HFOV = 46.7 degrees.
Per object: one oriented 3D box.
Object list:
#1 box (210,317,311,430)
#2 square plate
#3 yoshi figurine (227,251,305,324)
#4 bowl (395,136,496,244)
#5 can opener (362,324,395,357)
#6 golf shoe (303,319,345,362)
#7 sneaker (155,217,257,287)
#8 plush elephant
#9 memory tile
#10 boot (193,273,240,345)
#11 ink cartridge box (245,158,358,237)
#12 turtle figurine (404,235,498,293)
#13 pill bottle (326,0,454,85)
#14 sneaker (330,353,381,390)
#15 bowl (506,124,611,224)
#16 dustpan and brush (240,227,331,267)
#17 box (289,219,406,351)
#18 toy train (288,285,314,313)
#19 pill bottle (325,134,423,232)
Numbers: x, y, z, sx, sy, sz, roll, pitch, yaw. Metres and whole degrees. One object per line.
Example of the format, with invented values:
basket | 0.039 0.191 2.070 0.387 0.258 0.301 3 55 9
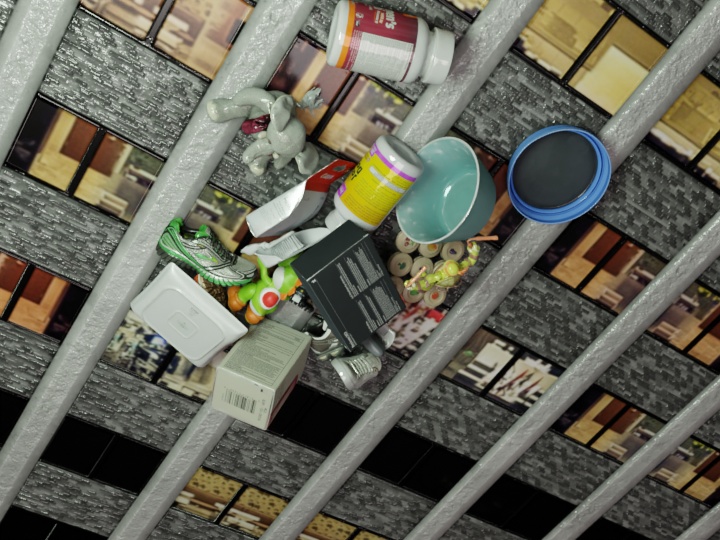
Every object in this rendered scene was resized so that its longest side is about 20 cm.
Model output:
box | -0.198 0.203 1.677 0.127 0.200 0.110 21 122 9
square plate | -0.347 0.098 1.647 0.200 0.029 0.198 43 134 -11
yoshi figurine | -0.168 0.018 1.658 0.199 0.112 0.113 -31 81 30
bowl | 0.170 -0.134 1.535 0.105 0.201 0.201 17 123 -42
can opener | -0.011 0.085 1.668 0.200 0.066 0.053 45 111 12
golf shoe | -0.027 0.112 1.726 0.199 0.078 0.095 -32 120 14
sneaker | -0.289 -0.033 1.594 0.199 0.078 0.086 23 115 -7
plush elephant | -0.150 -0.236 1.439 0.199 0.155 0.165 -23 122 10
memory tile | 0.130 -0.026 1.648 0.152 0.017 0.201 11 107 -25
boot | -0.315 0.085 1.676 0.106 0.075 0.201 -8 132 8
ink cartridge box | -0.095 -0.128 1.515 0.199 0.162 0.057 -25 88 13
turtle figurine | 0.167 0.003 1.574 0.199 0.161 0.065 -31 86 -11
pill bottle | 0.049 -0.377 1.395 0.199 0.110 0.110 10 122 -12
sneaker | -0.005 0.199 1.744 0.084 0.200 0.073 -35 79 4
bowl | 0.376 -0.185 1.594 0.199 0.039 0.202 -3 123 -4
dustpan and brush | -0.163 -0.043 1.574 0.200 0.139 0.057 -23 96 49
box | -0.020 0.030 1.538 0.141 0.079 0.201 -39 130 -12
toy train | -0.107 0.054 1.633 0.034 0.200 0.046 31 86 6
pill bottle | 0.020 -0.146 1.546 0.104 0.104 0.200 30 115 -22
